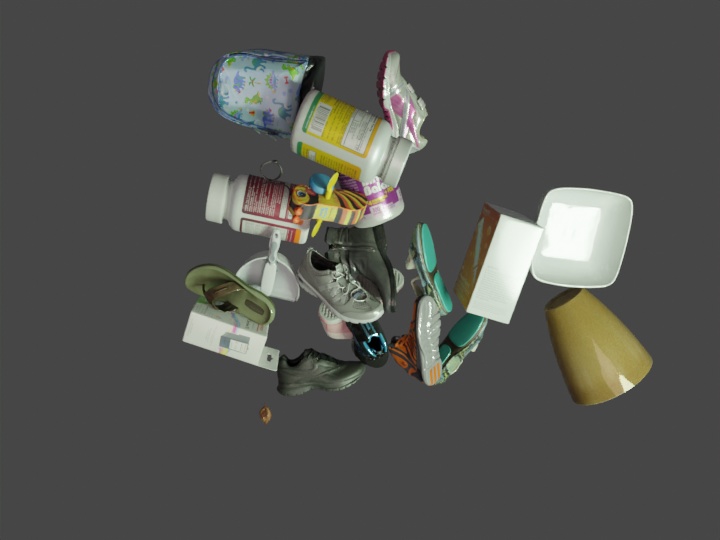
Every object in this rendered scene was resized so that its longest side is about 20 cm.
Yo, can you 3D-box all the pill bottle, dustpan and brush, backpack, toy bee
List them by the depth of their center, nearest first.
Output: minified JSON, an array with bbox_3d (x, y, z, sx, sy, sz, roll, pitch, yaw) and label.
[{"bbox_3d":[-0.013,-0.221,1.086,0.196,0.113,0.115,23,104,1],"label":"pill bottle"},{"bbox_3d":[-0.086,-0.113,1.124,0.194,0.110,0.133,0,131,4],"label":"toy bee"},{"bbox_3d":[-0.177,-0.328,1.150,0.195,0.154,0.167,17,112,3],"label":"backpack"},{"bbox_3d":[0.006,-0.195,1.207,0.110,0.113,0.204,-19,108,2],"label":"pill bottle"},{"bbox_3d":[-0.192,-0.123,1.214,0.195,0.110,0.112,11,106,-8],"label":"pill bottle"},{"bbox_3d":[-0.177,-0.010,1.241,0.136,0.058,0.203,12,125,-7],"label":"dustpan and brush"}]

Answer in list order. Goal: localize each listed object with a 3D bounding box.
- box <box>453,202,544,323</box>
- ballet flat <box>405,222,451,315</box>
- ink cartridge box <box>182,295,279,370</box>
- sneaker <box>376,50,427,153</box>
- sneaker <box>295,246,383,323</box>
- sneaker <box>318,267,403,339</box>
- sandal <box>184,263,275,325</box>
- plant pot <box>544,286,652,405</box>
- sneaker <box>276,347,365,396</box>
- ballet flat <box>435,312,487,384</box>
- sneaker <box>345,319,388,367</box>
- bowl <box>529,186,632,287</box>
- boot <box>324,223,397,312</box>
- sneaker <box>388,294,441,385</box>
[{"bbox_3d":[0.275,-0.018,1.275,0.095,0.125,0.204,15,105,-9],"label":"box"},{"bbox_3d":[0.129,0.003,1.297,0.073,0.074,0.204,-18,104,1],"label":"ballet flat"},{"bbox_3d":[-0.250,0.125,1.280,0.196,0.117,0.069,20,102,-10],"label":"ink cartridge box"},{"bbox_3d":[0.082,-0.315,1.200,0.086,0.082,0.205,-11,115,-3],"label":"sneaker"},{"bbox_3d":[-0.041,0.029,1.197,0.197,0.075,0.083,29,130,18],"label":"sneaker"},{"bbox_3d":[0.002,0.073,1.315,0.197,0.076,0.106,-29,147,-18],"label":"sneaker"},{"bbox_3d":[-0.261,0.051,1.248,0.197,0.058,0.081,25,122,6],"label":"sandal"},{"bbox_3d":[0.477,0.143,1.324,0.184,0.186,0.202,-33,94,6],"label":"plant pot"},{"bbox_3d":[-0.086,0.209,1.345,0.195,0.076,0.093,-8,100,-5],"label":"sneaker"},{"bbox_3d":[0.211,0.169,1.365,0.074,0.074,0.200,40,102,-14],"label":"ballet flat"},{"bbox_3d":[0.021,0.156,1.284,0.072,0.082,0.201,-32,142,-5],"label":"sneaker"},{"bbox_3d":[0.441,-0.073,1.298,0.194,0.075,0.205,5,106,-7],"label":"bowl"},{"bbox_3d":[0.000,0.000,1.260,0.128,0.070,0.205,-12,68,0],"label":"boot"},{"bbox_3d":[0.105,0.138,1.306,0.077,0.111,0.205,-24,120,-41],"label":"sneaker"}]
